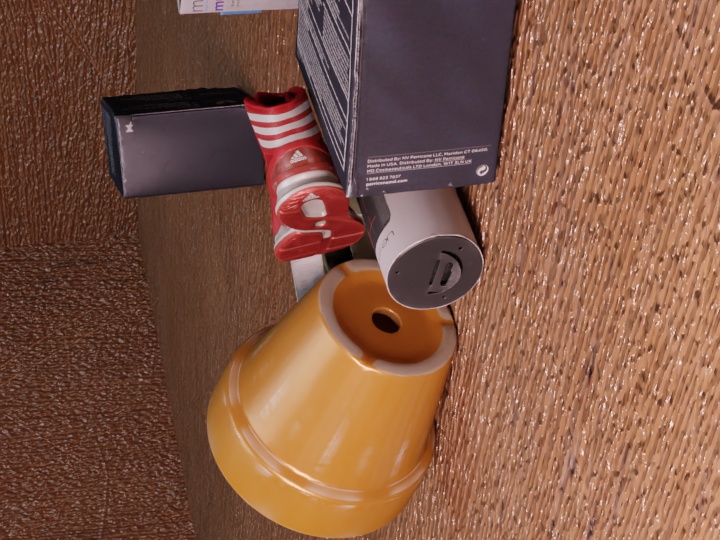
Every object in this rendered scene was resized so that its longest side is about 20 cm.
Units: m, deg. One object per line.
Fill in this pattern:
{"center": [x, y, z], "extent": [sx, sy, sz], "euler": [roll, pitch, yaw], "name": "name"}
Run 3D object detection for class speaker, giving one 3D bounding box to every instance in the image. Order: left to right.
{"center": [0.037, -0.063, 1.385], "extent": [0.200, 0.081, 0.081], "euler": [-108, 17, -44], "name": "speaker"}

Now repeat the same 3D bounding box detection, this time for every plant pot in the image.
{"center": [-0.009, 0.095, 1.458], "extent": [0.183, 0.199, 0.201], "euler": [120, 145, -43], "name": "plant pot"}

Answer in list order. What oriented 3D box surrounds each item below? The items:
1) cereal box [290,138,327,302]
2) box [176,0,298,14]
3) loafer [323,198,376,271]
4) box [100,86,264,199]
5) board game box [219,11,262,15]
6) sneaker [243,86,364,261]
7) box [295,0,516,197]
{"center": [-0.038, -0.027, 1.683], "extent": [0.144, 0.039, 0.201], "euler": [-32, -68, -76], "name": "cereal box"}
{"center": [-0.107, -0.357, 1.683], "extent": [0.097, 0.176, 0.201], "euler": [100, 159, -51], "name": "box"}
{"center": [0.000, 0.000, 1.603], "extent": [0.076, 0.068, 0.201], "euler": [-114, 22, -55], "name": "loafer"}
{"center": [-0.247, -0.179, 2.353], "extent": [0.200, 0.196, 0.118], "euler": [-138, 43, -72], "name": "box"}
{"center": [-0.171, -0.460, 2.211], "extent": [0.200, 0.056, 0.197], "euler": [-115, 23, -56], "name": "board game box"}
{"center": [-0.046, -0.083, 1.374], "extent": [0.200, 0.078, 0.116], "euler": [107, 149, -74], "name": "sneaker"}
{"center": [0.030, -0.194, 1.252], "extent": [0.200, 0.123, 0.199], "euler": [-110, 17, -48], "name": "box"}
